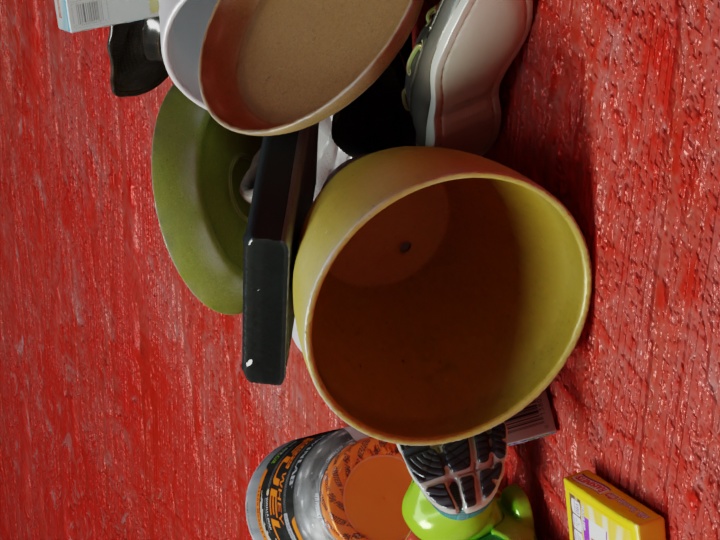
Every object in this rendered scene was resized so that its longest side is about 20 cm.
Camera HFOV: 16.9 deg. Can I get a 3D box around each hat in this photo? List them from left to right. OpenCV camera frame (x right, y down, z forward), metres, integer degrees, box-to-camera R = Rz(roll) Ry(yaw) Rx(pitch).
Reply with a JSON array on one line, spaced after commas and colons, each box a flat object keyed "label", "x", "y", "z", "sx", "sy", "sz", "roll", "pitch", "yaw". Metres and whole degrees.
[{"label": "hat", "x": -0.131, "y": -0.218, "z": 2.034, "sx": 0.081, "sy": 0.201, "sz": 0.201, "roll": 27, "pitch": 140, "yaw": 14}]

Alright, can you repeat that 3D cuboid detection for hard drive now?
[{"label": "hard drive", "x": -0.055, "y": -0.039, "z": 1.685, "sx": 0.200, "sy": 0.033, "sz": 0.140, "roll": -82, "pitch": -3, "yaw": -45}]

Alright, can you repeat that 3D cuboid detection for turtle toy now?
[{"label": "turtle toy", "x": 0.082, "y": 0.217, "z": 1.766, "sx": 0.146, "sy": 0.101, "sz": 0.200, "roll": -136, "pitch": 36, "yaw": -56}]

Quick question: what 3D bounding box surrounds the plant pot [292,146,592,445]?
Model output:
[{"label": "plant pot", "x": 0.034, "y": -0.004, "z": 1.620, "sx": 0.142, "sy": 0.200, "sz": 0.200, "roll": -128, "pitch": 31, "yaw": -55}]

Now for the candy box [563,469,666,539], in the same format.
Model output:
[{"label": "candy box", "x": 0.179, "y": 0.243, "z": 1.639, "sx": 0.102, "sy": 0.026, "sz": 0.200, "roll": 26, "pitch": 127, "yaw": 61}]

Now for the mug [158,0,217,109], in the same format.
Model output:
[{"label": "mug", "x": -0.085, "y": -0.207, "z": 1.867, "sx": 0.175, "sy": 0.148, "sz": 0.200, "roll": -97, "pitch": 13, "yaw": -46}]

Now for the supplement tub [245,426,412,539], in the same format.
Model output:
[{"label": "supplement tub", "x": -0.012, "y": 0.190, "z": 1.976, "sx": 0.200, "sy": 0.122, "sz": 0.123, "roll": 155, "pitch": 101, "yaw": -69}]

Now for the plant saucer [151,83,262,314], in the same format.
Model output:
[{"label": "plant saucer", "x": -0.103, "y": -0.065, "z": 1.956, "sx": 0.031, "sy": 0.200, "sz": 0.200, "roll": -8, "pitch": 97, "yaw": 26}]

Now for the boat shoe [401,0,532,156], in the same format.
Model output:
[{"label": "boat shoe", "x": 0.065, "y": -0.147, "z": 1.624, "sx": 0.060, "sy": 0.072, "sz": 0.202, "roll": 60, "pitch": 158, "yaw": 27}]

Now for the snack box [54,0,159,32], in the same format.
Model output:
[{"label": "snack box", "x": -0.151, "y": -0.266, "z": 1.938, "sx": 0.037, "sy": 0.200, "sz": 0.116, "roll": -151, "pitch": 51, "yaw": -64}]

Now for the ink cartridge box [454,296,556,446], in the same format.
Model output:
[{"label": "ink cartridge box", "x": 0.071, "y": 0.081, "z": 1.784, "sx": 0.200, "sy": 0.050, "sz": 0.109, "roll": 157, "pitch": 99, "yaw": -68}]

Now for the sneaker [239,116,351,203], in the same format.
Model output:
[{"label": "sneaker", "x": -0.051, "y": -0.058, "z": 1.953, "sx": 0.078, "sy": 0.099, "sz": 0.200, "roll": -132, "pitch": 34, "yaw": -53}]

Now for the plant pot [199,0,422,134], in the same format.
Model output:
[{"label": "plant pot", "x": -0.026, "y": -0.173, "z": 1.634, "sx": 0.027, "sy": 0.200, "sz": 0.200, "roll": 37, "pitch": -171, "yaw": -39}]

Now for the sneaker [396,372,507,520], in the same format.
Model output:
[{"label": "sneaker", "x": 0.053, "y": 0.103, "z": 1.693, "sx": 0.200, "sy": 0.077, "sz": 0.080, "roll": -112, "pitch": 12, "yaw": -48}]

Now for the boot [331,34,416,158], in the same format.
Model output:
[{"label": "boot", "x": 0.020, "y": -0.171, "z": 1.765, "sx": 0.200, "sy": 0.077, "sz": 0.138, "roll": 80, "pitch": -165, "yaw": -66}]

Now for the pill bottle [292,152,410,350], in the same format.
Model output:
[{"label": "pill bottle", "x": 0.000, "y": 0.000, "z": 1.847, "sx": 0.200, "sy": 0.104, "sz": 0.104, "roll": 114, "pitch": 138, "yaw": -60}]
